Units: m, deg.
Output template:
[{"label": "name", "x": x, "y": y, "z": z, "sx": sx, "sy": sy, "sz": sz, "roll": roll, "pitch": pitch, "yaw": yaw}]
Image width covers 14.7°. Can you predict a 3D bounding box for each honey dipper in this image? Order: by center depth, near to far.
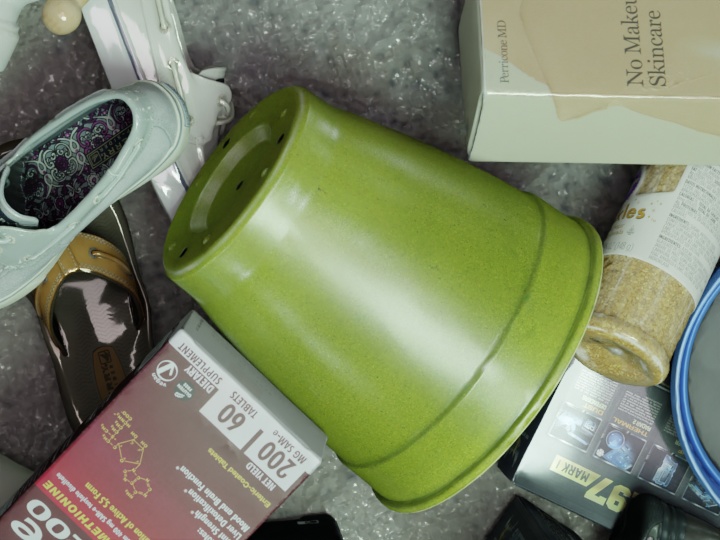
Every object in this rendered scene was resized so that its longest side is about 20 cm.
[{"label": "honey dipper", "x": -0.113, "y": -0.210, "z": 1.590, "sx": 0.038, "sy": 0.038, "sz": 0.200, "roll": 45, "pitch": 72, "yaw": -11}]

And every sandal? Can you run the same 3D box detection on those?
[{"label": "sandal", "x": -0.166, "y": 0.017, "z": 1.636, "sx": 0.081, "sy": 0.055, "sz": 0.201, "roll": -16, "pitch": 94, "yaw": -5}]

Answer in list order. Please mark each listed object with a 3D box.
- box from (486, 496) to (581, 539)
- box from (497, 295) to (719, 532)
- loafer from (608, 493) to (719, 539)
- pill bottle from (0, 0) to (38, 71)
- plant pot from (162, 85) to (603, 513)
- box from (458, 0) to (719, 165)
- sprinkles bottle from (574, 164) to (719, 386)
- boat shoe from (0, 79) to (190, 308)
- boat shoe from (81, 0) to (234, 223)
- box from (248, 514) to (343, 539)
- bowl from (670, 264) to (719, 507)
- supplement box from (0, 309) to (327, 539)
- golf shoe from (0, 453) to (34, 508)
[{"label": "box", "x": 0.079, "y": 0.225, "z": 1.617, "sx": 0.051, "sy": 0.200, "sz": 0.158, "roll": 34, "pitch": 92, "yaw": -8}, {"label": "box", "x": 0.206, "y": 0.096, "z": 1.698, "sx": 0.199, "sy": 0.051, "sz": 0.158, "roll": 25, "pitch": 93, "yaw": -10}, {"label": "loafer", "x": 0.163, "y": 0.229, "z": 1.678, "sx": 0.072, "sy": 0.073, "sz": 0.201, "roll": 19, "pitch": 122, "yaw": -11}, {"label": "pill bottle", "x": -0.204, "y": -0.222, "z": 1.569, "sx": 0.116, "sy": 0.116, "sz": 0.201, "roll": 23, "pitch": 94, "yaw": -10}, {"label": "plant pot", "x": 0.000, "y": 0.000, "z": 1.568, "sx": 0.193, "sy": 0.200, "sz": 0.201, "roll": 36, "pitch": 92, "yaw": -19}, {"label": "box", "x": 0.159, "y": -0.117, "z": 1.579, "sx": 0.199, "sy": 0.078, "sz": 0.095, "roll": 0, "pitch": 63, "yaw": -6}, {"label": "sprinkles bottle", "x": 0.185, "y": -0.032, "z": 1.630, "sx": 0.068, "sy": 0.068, "sz": 0.201, "roll": 31, "pitch": 67, "yaw": -10}, {"label": "boat shoe", "x": -0.187, "y": -0.043, "z": 1.574, "sx": 0.201, "sy": 0.071, "sz": 0.070, "roll": -37, "pitch": 76, "yaw": 20}, {"label": "boat shoe", "x": -0.106, "y": -0.100, "z": 1.625, "sx": 0.065, "sy": 0.072, "sz": 0.201, "roll": -22, "pitch": 92, "yaw": 1}, {"label": "box", "x": -0.101, "y": 0.259, "z": 1.650, "sx": 0.196, "sy": 0.117, "sz": 0.201, "roll": -3, "pitch": 100, "yaw": -7}, {"label": "bowl", "x": 0.279, "y": 0.066, "z": 1.658, "sx": 0.199, "sy": 0.039, "sz": 0.202, "roll": -1, "pitch": 97, "yaw": -9}, {"label": "supplement box", "x": -0.124, "y": 0.132, "z": 1.528, "sx": 0.109, "sy": 0.061, "sz": 0.200, "roll": 43, "pitch": 100, "yaw": -5}, {"label": "golf shoe", "x": -0.259, "y": 0.092, "z": 1.629, "sx": 0.199, "sy": 0.077, "sz": 0.088, "roll": 24, "pitch": 87, "yaw": -10}]
